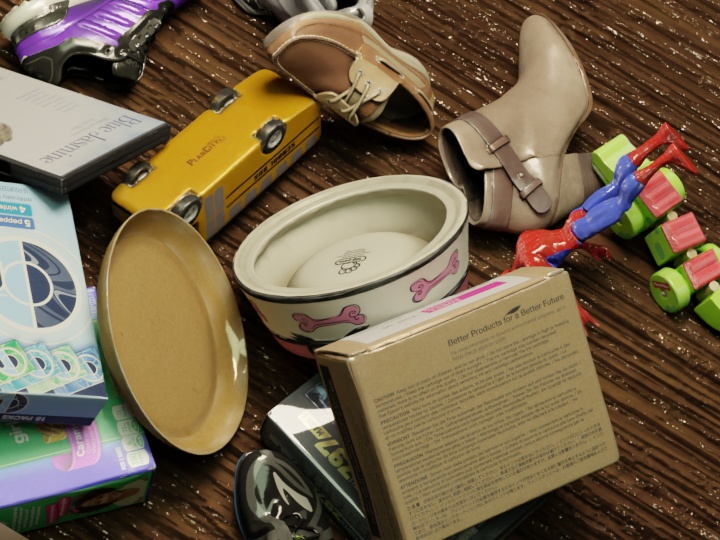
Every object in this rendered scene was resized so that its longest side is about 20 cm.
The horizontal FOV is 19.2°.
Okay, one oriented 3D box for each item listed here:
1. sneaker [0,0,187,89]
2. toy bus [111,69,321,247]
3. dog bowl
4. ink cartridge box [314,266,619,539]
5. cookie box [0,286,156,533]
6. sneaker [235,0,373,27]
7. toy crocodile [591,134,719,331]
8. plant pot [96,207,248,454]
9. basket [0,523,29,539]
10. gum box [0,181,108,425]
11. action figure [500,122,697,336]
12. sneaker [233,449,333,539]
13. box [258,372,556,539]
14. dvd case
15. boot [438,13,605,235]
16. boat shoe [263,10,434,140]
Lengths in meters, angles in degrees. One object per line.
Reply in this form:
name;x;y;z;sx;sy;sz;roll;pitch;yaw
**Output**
sneaker;-0.207;-0.210;1.872;0.200;0.070;0.100;-24;75;-18
toy bus;-0.121;-0.089;1.806;0.065;0.078;0.200;34;60;22
dog bowl;0.000;0.000;1.737;0.200;0.074;0.200;-13;26;7
ink cartridge box;0.083;0.105;1.647;0.200;0.075;0.165;-21;100;-22
cookie box;-0.282;0.119;1.663;0.200;0.075;0.171;-14;64;-18
sneaker;-0.053;-0.260;1.897;0.075;0.115;0.200;-31;71;-25
toy crocodile;0.272;-0.032;1.860;0.067;0.062;0.200;-27;80;-24
plant pot;-0.152;0.050;1.687;0.027;0.200;0.200;-16;58;26
basket;-0.228;0.286;1.552;0.200;0.136;0.180;35;44;13
gum box;-0.292;0.020;1.620;0.170;0.045;0.200;6;53;-30
action figure;0.212;-0.026;1.820;0.099;0.200;0.065;46;20;-24
sneaker;-0.042;0.224;1.649;0.071;0.083;0.200;-13;64;-18
box;0.041;0.150;1.726;0.158;0.051;0.200;-38;75;-27
dvd case;-0.278;-0.119;1.757;0.200;0.018;0.143;20;31;27
boot;0.133;-0.128;1.878;0.146;0.070;0.200;-10;73;-31
boat shoe;0.000;-0.164;1.828;0.200;0.076;0.072;17;41;-45
